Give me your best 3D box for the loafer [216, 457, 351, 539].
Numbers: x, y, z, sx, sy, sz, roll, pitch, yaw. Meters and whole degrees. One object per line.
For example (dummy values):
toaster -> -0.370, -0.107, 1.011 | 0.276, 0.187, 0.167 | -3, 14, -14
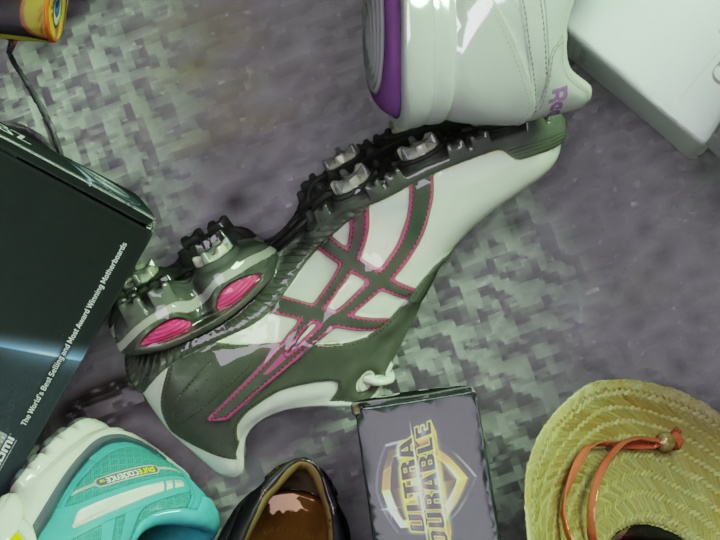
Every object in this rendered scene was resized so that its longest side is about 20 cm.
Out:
loafer -> -0.041, 0.162, 1.000 | 0.072, 0.072, 0.201 | 6, 56, -2

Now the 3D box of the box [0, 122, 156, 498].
box -> -0.194, 0.026, 1.030 | 0.160, 0.044, 0.201 | 29, 95, -22

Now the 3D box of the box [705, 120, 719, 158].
box -> 0.236, -0.100, 0.990 | 0.101, 0.113, 0.200 | 41, 66, 10

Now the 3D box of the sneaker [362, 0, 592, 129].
sneaker -> 0.053, -0.151, 0.996 | 0.099, 0.075, 0.202 | 3, 93, -10

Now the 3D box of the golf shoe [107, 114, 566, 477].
golf shoe -> 0.000, 0.000, 1.060 | 0.199, 0.077, 0.088 | -29, 102, 6

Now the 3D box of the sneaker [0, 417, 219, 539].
sneaker -> -0.124, 0.139, 1.009 | 0.079, 0.078, 0.200 | 28, 56, 11

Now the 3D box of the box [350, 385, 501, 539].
box -> 0.036, 0.143, 0.978 | 0.049, 0.199, 0.202 | -9, 87, 0

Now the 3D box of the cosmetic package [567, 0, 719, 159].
cosmetic package -> 0.087, -0.146, 1.055 | 0.200, 0.074, 0.102 | 39, 90, 5

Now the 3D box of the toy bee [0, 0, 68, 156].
toy bee -> -0.123, -0.131, 1.046 | 0.130, 0.109, 0.202 | -16, 86, 0

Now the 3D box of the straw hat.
straw hat -> 0.110, 0.147, 1.027 | 0.085, 0.201, 0.202 | -36, 85, 40
